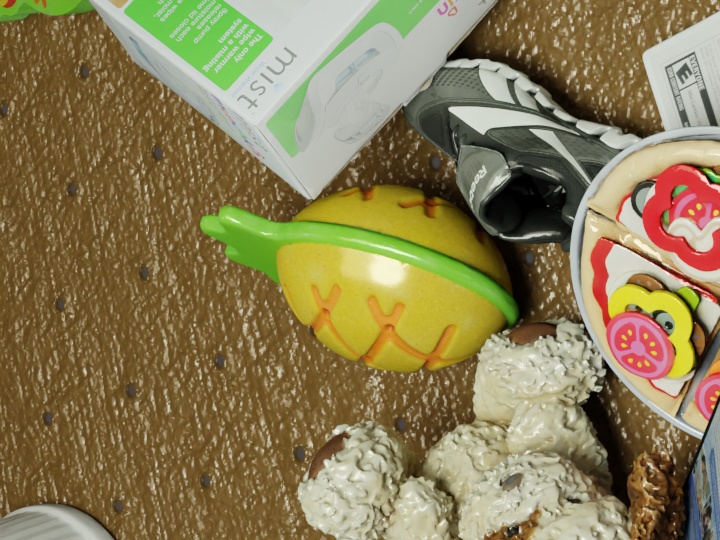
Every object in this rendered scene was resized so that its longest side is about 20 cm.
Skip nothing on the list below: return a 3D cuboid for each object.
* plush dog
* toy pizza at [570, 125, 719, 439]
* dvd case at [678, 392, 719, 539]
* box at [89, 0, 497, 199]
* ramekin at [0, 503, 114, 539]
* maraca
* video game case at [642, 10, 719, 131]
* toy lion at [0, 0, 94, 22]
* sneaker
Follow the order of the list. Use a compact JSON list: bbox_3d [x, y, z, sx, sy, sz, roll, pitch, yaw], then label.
[{"bbox_3d":[0.088,0.146,1.475,0.172,0.199,0.161,43,159,60],"label":"plush dog"},{"bbox_3d":[0.199,0.017,1.396,0.199,0.032,0.201,16,126,24],"label":"toy pizza"},{"bbox_3d":[0.198,0.133,1.371,0.200,0.017,0.143,100,171,-54],"label":"dvd case"},{"bbox_3d":[-0.031,-0.174,1.555,0.200,0.097,0.176,-46,55,-6],"label":"box"},{"bbox_3d":[-0.243,0.268,1.844,0.202,0.094,0.204,3,95,43],"label":"ramekin"},{"bbox_3d":[0.000,0.000,1.564,0.199,0.137,0.107,13,71,22],"label":"maraca"},{"bbox_3d":[0.252,-0.060,1.407,0.182,0.023,0.201,-27,74,41],"label":"video game case"},{"bbox_3d":[-0.234,-0.249,1.828,0.200,0.068,0.192,48,130,30],"label":"toy lion"},{"bbox_3d":[0.083,-0.064,1.509,0.200,0.090,0.067,29,136,37],"label":"sneaker"}]
